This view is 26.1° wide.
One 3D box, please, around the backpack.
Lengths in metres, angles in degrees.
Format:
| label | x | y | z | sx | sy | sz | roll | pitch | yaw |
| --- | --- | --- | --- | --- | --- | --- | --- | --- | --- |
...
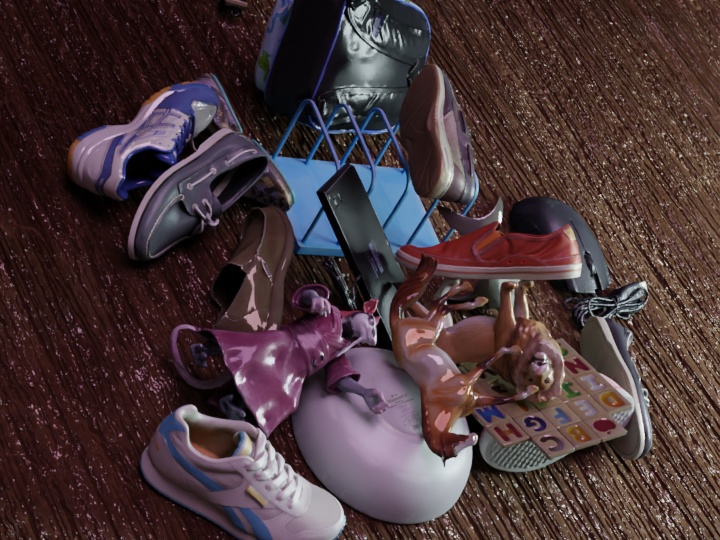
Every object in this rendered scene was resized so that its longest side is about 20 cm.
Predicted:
| label | x | y | z | sx | sy | sz | roll | pitch | yaw |
| --- | --- | --- | --- | --- | --- | --- | --- | --- | --- |
| backpack | -0.019 | -0.263 | 1.855 | 0.146 | 0.185 | 0.199 | 28 | 16 | 35 |

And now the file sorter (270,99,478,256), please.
| label | x | y | z | sx | sy | sz | roll | pitch | yaw |
| --- | --- | --- | --- | --- | --- | --- | --- | --- | --- |
| file sorter | 0.013 | -0.106 | 1.764 | 0.198 | 0.123 | 0.140 | 3 | 47 | -32 |

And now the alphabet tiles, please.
| label | x | y | z | sx | sy | sz | roll | pitch | yaw |
| --- | --- | --- | --- | --- | --- | --- | --- | --- | --- |
| alphabet tiles | 0.182 | 0.126 | 1.628 | 0.164 | 0.006 | 0.200 | -12 | 36 | -26 |

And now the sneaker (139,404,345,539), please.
| label | x | y | z | sx | sy | sz | roll | pitch | yaw |
| --- | --- | --- | --- | --- | --- | --- | --- | --- | --- |
| sneaker | -0.099 | 0.192 | 1.416 | 0.198 | 0.081 | 0.077 | 25 | 38 | -12 |

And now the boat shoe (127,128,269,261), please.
| label | x | y | z | sx | sy | sz | roll | pitch | yaw |
| --- | --- | --- | --- | --- | --- | --- | --- | --- | --- |
| boat shoe | -0.168 | -0.075 | 1.620 | 0.061 | 0.073 | 0.200 | 24 | 49 | 20 |

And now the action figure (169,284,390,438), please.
| label | x | y | z | sx | sy | sz | roll | pitch | yaw |
| --- | --- | --- | --- | --- | --- | --- | --- | --- | --- |
| action figure | -0.061 | 0.084 | 1.506 | 0.199 | 0.148 | 0.136 | -26 | 108 | -32 |

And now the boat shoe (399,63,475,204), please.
| label | x | y | z | sx | sy | sz | roll | pitch | yaw |
| --- | --- | --- | --- | --- | --- | --- | --- | --- | --- |
| boat shoe | 0.089 | -0.146 | 1.710 | 0.064 | 0.072 | 0.201 | 27 | 36 | -27 |

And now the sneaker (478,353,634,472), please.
| label | x | y | z | sx | sy | sz | roll | pitch | yaw |
| --- | --- | --- | --- | --- | --- | --- | --- | --- | --- |
| sneaker | 0.190 | 0.148 | 1.673 | 0.198 | 0.076 | 0.105 | -14 | 39 | -30 |

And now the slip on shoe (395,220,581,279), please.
| label | x | y | z | sx | sy | sz | roll | pitch | yaw |
| --- | --- | --- | --- | --- | --- | --- | --- | --- | --- |
| slip on shoe | 0.135 | -0.021 | 1.641 | 0.197 | 0.062 | 0.074 | 0 | 3 | 11 |

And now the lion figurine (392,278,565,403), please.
| label | x | y | z | sx | sy | sz | roll | pitch | yaw |
| --- | --- | --- | --- | --- | --- | --- | --- | --- | --- |
| lion figurine | 0.121 | 0.072 | 1.629 | 0.198 | 0.124 | 0.072 | 3 | 2 | 28 |

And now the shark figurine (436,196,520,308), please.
| label | x | y | z | sx | sy | sz | roll | pitch | yaw |
| --- | --- | --- | --- | --- | --- | --- | --- | --- | --- |
| shark figurine | 0.132 | 0.009 | 1.747 | 0.088 | 0.215 | 0.130 | -7 | 71 | 13 |

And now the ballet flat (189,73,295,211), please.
| label | x | y | z | sx | sy | sz | roll | pitch | yaw |
| --- | --- | --- | --- | --- | --- | --- | --- | --- | --- |
| ballet flat | -0.148 | -0.132 | 1.736 | 0.071 | 0.072 | 0.201 | -12 | 57 | -41 |

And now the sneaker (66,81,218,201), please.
| label | x | y | z | sx | sy | sz | roll | pitch | yaw |
| --- | --- | --- | --- | --- | --- | --- | --- | --- | --- |
| sneaker | -0.213 | -0.130 | 1.649 | 0.088 | 0.076 | 0.199 | 30 | 50 | 30 |

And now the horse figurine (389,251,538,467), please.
| label | x | y | z | sx | sy | sz | roll | pitch | yaw |
| --- | --- | --- | --- | --- | --- | --- | --- | --- | --- |
| horse figurine | 0.086 | 0.085 | 1.552 | 0.131 | 0.050 | 0.201 | -27 | 70 | -12 |

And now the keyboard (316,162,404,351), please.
| label | x | y | z | sx | sy | sz | roll | pitch | yaw |
| --- | --- | --- | --- | --- | --- | --- | --- | --- | --- |
| keyboard | 0.000 | 0.000 | 1.641 | 0.127 | 0.020 | 0.202 | -50 | 121 | -50 |

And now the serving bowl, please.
| label | x | y | z | sx | sy | sz | roll | pitch | yaw |
| --- | --- | --- | --- | --- | --- | --- | --- | --- | --- |
| serving bowl | 0.032 | 0.152 | 1.559 | 0.198 | 0.066 | 0.202 | 19 | 42 | -18 |

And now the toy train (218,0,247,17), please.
| label | x | y | z | sx | sy | sz | roll | pitch | yaw |
| --- | --- | --- | --- | --- | --- | --- | --- | --- | --- |
| toy train | -0.170 | -0.399 | 1.995 | 0.034 | 0.046 | 0.202 | 11 | 45 | -25 |

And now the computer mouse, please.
| label | x | y | z | sx | sy | sz | roll | pitch | yaw |
| --- | --- | --- | --- | --- | --- | --- | --- | --- | --- |
| computer mouse | 0.265 | -0.025 | 1.908 | 0.138 | 0.053 | 0.201 | -17 | 61 | -43 |

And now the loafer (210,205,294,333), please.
| label | x | y | z | sx | sy | sz | roll | pitch | yaw |
| --- | --- | --- | --- | --- | --- | --- | --- | --- | --- |
| loafer | -0.114 | 0.003 | 1.601 | 0.067 | 0.076 | 0.202 | 23 | 40 | -22 |

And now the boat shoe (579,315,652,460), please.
| label | x | y | z | sx | sy | sz | roll | pitch | yaw |
| --- | --- | --- | --- | --- | --- | --- | --- | --- | --- |
| boat shoe | 0.305 | 0.132 | 1.762 | 0.062 | 0.073 | 0.201 | 11 | 40 | -21 |
